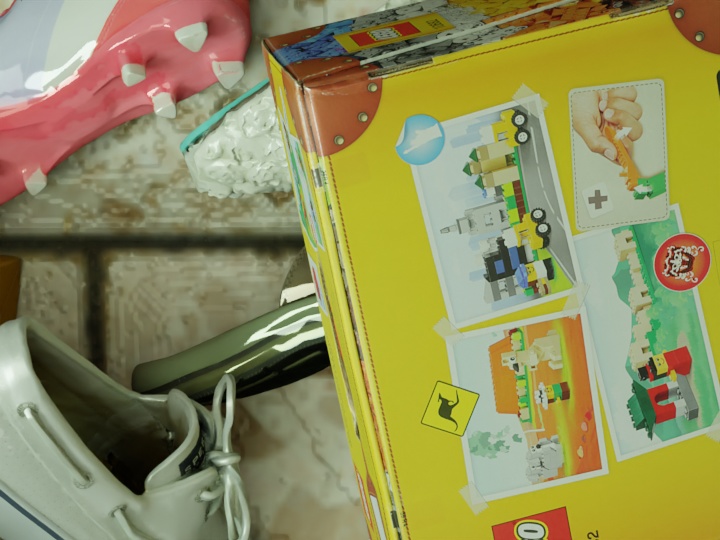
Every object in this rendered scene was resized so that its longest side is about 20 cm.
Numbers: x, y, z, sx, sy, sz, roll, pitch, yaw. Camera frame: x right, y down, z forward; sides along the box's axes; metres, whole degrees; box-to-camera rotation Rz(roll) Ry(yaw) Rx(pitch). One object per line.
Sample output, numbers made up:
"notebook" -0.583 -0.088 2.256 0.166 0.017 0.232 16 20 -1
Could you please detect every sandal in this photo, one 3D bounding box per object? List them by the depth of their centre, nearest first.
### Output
"sandal" -0.001 0.000 0.882 0.200 0.080 0.058 -21 78 11

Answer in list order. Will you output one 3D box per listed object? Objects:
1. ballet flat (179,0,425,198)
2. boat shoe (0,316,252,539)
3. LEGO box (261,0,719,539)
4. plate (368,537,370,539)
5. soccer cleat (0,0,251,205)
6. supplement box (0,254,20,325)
"ballet flat" 0.022 -0.074 0.867 0.200 0.072 0.072 -36 89 13
"boat shoe" -0.075 0.073 0.853 0.086 0.075 0.202 -31 133 17
"LEGO box" 0.062 0.007 0.795 0.148 0.077 0.201 -14 107 -7
"plate" 0.111 0.121 0.894 0.200 0.032 0.200 35 101 5
"soccer cleat" -0.134 -0.075 0.907 0.199 0.067 0.077 -24 54 14
"supplement box" -0.255 0.084 0.902 0.199 0.133 0.198 8 97 9
